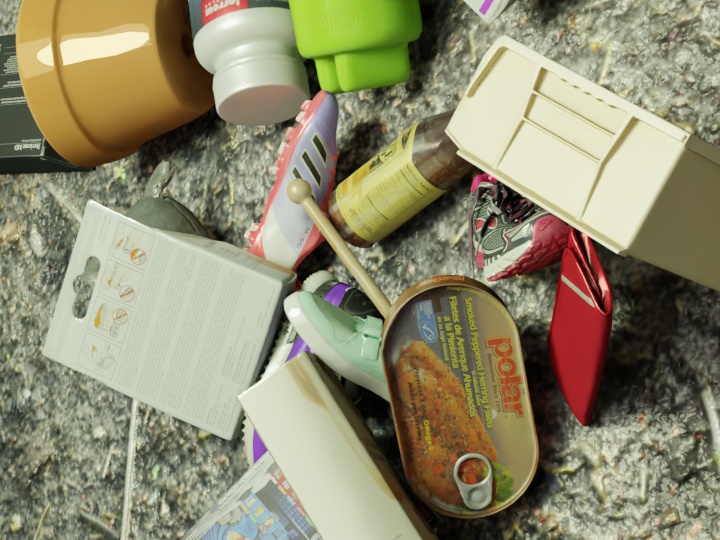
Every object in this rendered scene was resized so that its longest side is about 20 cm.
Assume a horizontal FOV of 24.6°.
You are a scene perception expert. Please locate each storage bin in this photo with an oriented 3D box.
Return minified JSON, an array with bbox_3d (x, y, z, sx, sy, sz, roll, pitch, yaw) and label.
[{"bbox_3d":[0.196,-0.073,1.211,0.198,0.199,0.094,37,104,40],"label":"storage bin"}]

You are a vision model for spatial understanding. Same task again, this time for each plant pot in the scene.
[{"bbox_3d":[-0.229,-0.212,1.641,0.139,0.200,0.202,-7,76,24],"label":"plant pot"}]

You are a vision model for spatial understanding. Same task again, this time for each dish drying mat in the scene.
[{"bbox_3d":[0.164,0.046,1.244,0.018,0.201,0.077,-17,63,-8],"label":"dish drying mat"}]

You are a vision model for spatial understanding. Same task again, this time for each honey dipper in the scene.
[{"bbox_3d":[0.000,0.000,1.436,0.038,0.038,0.201,-41,78,28],"label":"honey dipper"}]

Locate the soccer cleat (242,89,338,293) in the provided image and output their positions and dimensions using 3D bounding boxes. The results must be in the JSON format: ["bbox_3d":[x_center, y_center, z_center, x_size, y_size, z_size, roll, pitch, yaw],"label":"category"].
[{"bbox_3d":[-0.051,-0.068,1.508,0.067,0.076,0.201,-76,9,-69],"label":"soccer cleat"}]

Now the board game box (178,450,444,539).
[{"bbox_3d":[-0.027,0.246,1.415,0.200,0.062,0.200,-44,75,7],"label":"board game box"}]

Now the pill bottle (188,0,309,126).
[{"bbox_3d":[-0.104,-0.248,1.573,0.119,0.119,0.202,-23,66,36],"label":"pill bottle"}]

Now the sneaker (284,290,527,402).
[{"bbox_3d":[0.041,0.047,1.356,0.119,0.199,0.074,-53,13,15],"label":"sneaker"}]

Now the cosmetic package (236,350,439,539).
[{"bbox_3d":[-0.011,0.171,1.334,0.071,0.105,0.201,-34,77,4],"label":"cosmetic package"}]

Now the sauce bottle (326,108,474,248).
[{"bbox_3d":[0.057,-0.095,1.435,0.199,0.066,0.066,-37,59,28],"label":"sauce bottle"}]

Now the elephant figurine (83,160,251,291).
[{"bbox_3d":[-0.153,0.025,1.573,0.199,0.156,0.141,27,56,31],"label":"elephant figurine"}]

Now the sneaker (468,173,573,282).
[{"bbox_3d":[0.118,-0.037,1.287,0.200,0.080,0.075,-155,48,-81],"label":"sneaker"}]

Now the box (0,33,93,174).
[{"bbox_3d":[-0.377,-0.184,1.831,0.199,0.079,0.143,2,79,41],"label":"box"}]

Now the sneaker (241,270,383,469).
[{"bbox_3d":[-0.035,0.109,1.470,0.099,0.069,0.202,23,99,36],"label":"sneaker"}]

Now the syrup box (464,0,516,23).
[{"bbox_3d":[0.074,-0.312,1.380,0.200,0.079,0.082,46,153,5],"label":"syrup box"}]

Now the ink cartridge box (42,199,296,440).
[{"bbox_3d":[-0.174,0.042,1.499,0.198,0.050,0.164,24,107,12],"label":"ink cartridge box"}]

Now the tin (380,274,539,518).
[{"bbox_3d":[0.080,0.100,1.317,0.111,0.042,0.202,-9,108,5],"label":"tin"}]

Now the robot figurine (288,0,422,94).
[{"bbox_3d":[-0.010,-0.262,1.472,0.175,0.115,0.202,-175,74,-67],"label":"robot figurine"}]
